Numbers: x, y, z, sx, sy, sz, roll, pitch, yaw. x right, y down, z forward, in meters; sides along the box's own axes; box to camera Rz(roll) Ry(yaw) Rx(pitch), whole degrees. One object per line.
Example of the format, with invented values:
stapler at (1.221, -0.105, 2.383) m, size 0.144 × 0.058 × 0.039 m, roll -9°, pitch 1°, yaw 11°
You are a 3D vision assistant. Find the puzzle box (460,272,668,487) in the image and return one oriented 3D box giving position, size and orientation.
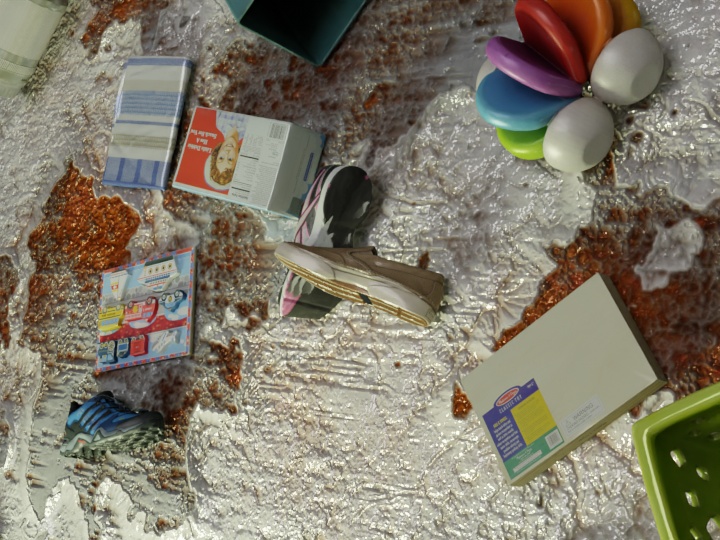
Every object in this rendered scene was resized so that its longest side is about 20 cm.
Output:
puzzle box at (0.202, 0.113, 1.294) m, size 0.200 × 0.025 × 0.133 m, roll -41°, pitch 55°, yaw 27°

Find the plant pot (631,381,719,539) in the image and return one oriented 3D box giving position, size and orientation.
plant pot at (0.366, 0.191, 1.021) m, size 0.199 × 0.181 × 0.201 m, roll -28°, pitch 60°, yaw 32°

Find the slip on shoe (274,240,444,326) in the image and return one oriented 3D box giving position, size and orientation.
slip on shoe at (0.000, 0.000, 1.441) m, size 0.199 × 0.076 × 0.061 m, roll 21°, pitch 76°, yaw 19°

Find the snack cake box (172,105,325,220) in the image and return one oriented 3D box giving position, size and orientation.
snack cake box at (-0.148, -0.141, 1.646) m, size 0.199 × 0.067 × 0.116 m, roll 17°, pitch 91°, yaw 43°

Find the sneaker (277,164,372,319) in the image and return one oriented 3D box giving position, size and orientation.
sneaker at (-0.047, -0.036, 1.537) m, size 0.201 × 0.080 × 0.086 m, roll -65°, pitch 27°, yaw 6°

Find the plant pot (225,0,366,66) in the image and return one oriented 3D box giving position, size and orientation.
plant pot at (-0.102, -0.390, 1.632) m, size 0.142 × 0.141 × 0.200 m, roll -53°, pitch 43°, yaw 17°

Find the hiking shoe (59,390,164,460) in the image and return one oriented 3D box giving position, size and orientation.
hiking shoe at (-0.342, 0.203, 1.720) m, size 0.199 × 0.074 × 0.087 m, roll -16°, pitch 69°, yaw 38°

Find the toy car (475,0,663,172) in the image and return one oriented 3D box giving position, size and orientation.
toy car at (0.195, -0.212, 1.304) m, size 0.200 × 0.150 × 0.175 m, roll -55°, pitch 50°, yaw 16°

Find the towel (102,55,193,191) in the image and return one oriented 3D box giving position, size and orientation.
towel at (-0.309, -0.216, 1.841) m, size 0.146 × 0.024 × 0.201 m, roll 7°, pitch 85°, yaw 40°

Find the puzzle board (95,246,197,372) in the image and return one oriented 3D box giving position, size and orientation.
puzzle board at (-0.303, 0.056, 1.765) m, size 0.199 × 0.017 × 0.152 m, roll -13°, pitch 70°, yaw 38°

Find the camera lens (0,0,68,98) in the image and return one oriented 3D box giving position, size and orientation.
camera lens at (-0.576, -0.400, 2.033) m, size 0.160 × 0.160 × 0.201 m, roll 42°, pitch 106°, yaw 40°
